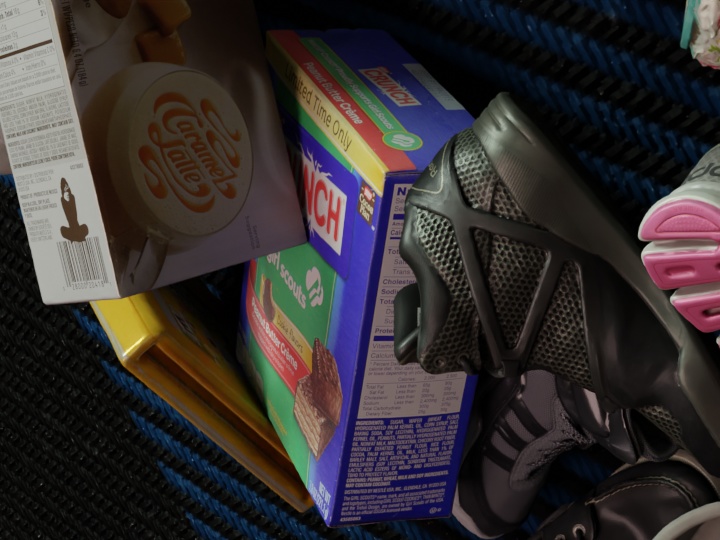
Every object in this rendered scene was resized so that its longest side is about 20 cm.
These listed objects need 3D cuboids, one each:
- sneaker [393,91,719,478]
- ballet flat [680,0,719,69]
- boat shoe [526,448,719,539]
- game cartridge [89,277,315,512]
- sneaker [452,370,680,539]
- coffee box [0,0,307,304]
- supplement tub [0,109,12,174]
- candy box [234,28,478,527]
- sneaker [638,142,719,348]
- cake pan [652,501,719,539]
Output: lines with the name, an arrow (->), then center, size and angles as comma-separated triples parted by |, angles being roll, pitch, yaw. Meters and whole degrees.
sneaker -> 0.089, 0.030, 0.777 | 0.114, 0.076, 0.200 | -40, 101, 15
ballet flat -> 0.166, -0.172, 0.691 | 0.063, 0.076, 0.202 | 8, 127, 15
boat shoe -> 0.120, 0.161, 0.926 | 0.075, 0.066, 0.199 | 56, 141, 8
game cartridge -> -0.105, 0.030, 1.008 | 0.176, 0.032, 0.200 | 46, -173, -43
sneaker -> 0.106, 0.079, 0.884 | 0.113, 0.075, 0.202 | 35, 132, 33
coffee box -> -0.111, -0.096, 0.842 | 0.079, 0.114, 0.202 | -5, 99, 52
supplement tub -> -0.218, -0.123, 0.942 | 0.199, 0.144, 0.146 | 0, 112, 47
candy box -> 0.000, 0.000, 0.896 | 0.169, 0.076, 0.202 | -127, 40, -54
sneaker -> 0.203, 0.018, 0.750 | 0.200, 0.088, 0.073 | 45, 142, -16
cake pan -> 0.223, 0.185, 0.826 | 0.199, 0.037, 0.202 | 21, 129, 28
